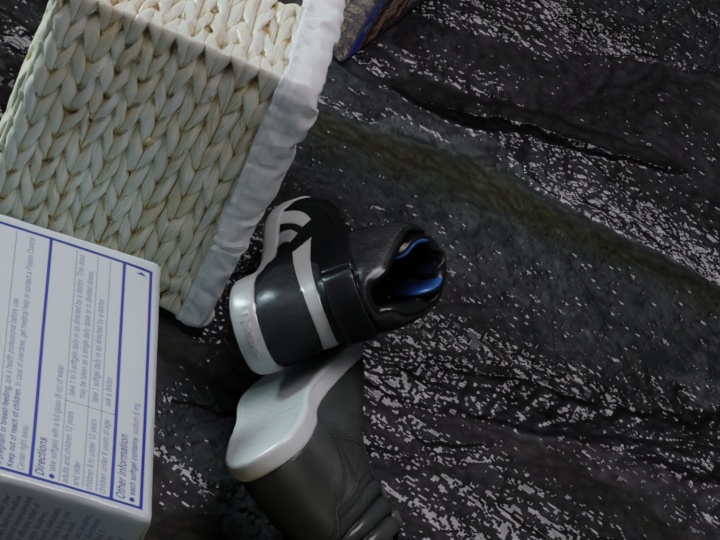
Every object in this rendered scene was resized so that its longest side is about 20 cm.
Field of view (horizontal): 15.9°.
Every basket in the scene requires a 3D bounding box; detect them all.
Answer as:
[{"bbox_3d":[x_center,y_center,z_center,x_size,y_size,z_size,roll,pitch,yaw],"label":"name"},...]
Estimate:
[{"bbox_3d":[-0.109,-0.117,1.496,0.160,0.200,0.199,23,40,-8],"label":"basket"}]

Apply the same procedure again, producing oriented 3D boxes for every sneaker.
[{"bbox_3d":[-0.018,0.107,1.432,0.099,0.071,0.200,60,16,-12],"label":"sneaker"},{"bbox_3d":[0.000,0.000,1.483,0.200,0.111,0.073,-67,140,-68],"label":"sneaker"}]

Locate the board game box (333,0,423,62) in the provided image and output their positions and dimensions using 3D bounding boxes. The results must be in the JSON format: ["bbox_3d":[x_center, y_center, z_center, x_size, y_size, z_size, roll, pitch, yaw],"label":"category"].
[{"bbox_3d":[-0.008,-0.261,1.800,0.159,0.097,0.200,38,38,7],"label":"board game box"}]

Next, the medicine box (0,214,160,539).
[{"bbox_3d":[-0.210,0.063,1.309,0.199,0.103,0.183,17,40,-17],"label":"medicine box"}]
